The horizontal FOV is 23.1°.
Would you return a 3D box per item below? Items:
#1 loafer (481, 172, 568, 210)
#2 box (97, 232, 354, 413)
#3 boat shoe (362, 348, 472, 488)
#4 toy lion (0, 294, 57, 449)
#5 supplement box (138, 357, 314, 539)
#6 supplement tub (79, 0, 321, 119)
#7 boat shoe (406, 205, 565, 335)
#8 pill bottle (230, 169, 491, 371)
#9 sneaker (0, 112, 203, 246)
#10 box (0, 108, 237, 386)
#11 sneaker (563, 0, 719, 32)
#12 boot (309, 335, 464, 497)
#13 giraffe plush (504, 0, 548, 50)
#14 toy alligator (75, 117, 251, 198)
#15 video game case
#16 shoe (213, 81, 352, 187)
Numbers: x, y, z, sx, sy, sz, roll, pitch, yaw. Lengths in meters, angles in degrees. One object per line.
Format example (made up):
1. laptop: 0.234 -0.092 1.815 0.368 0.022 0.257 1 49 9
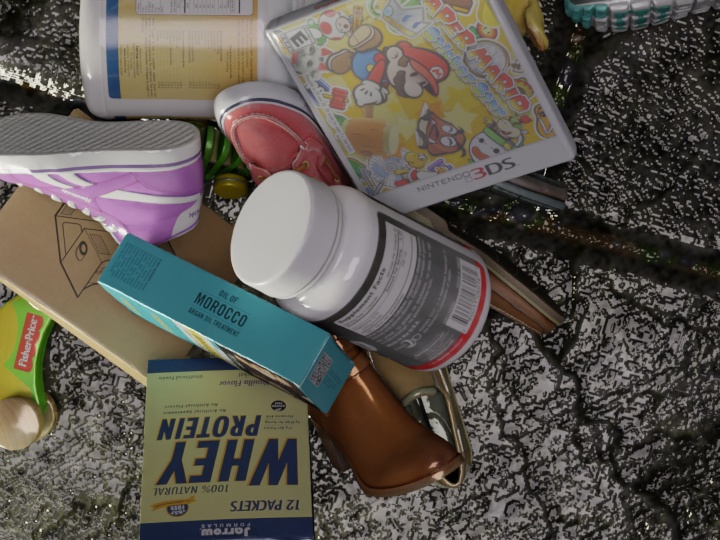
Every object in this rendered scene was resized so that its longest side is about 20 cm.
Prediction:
1. loafer: 0.091 -0.108 1.525 0.200 0.072 0.063 18 90 -3
2. box: -0.107 0.042 1.411 0.200 0.082 0.049 26 78 22
3. boat shoe: 0.048 0.098 1.542 0.072 0.076 0.200 -28 97 1
4. toy lion: -0.350 0.063 1.533 0.191 0.069 0.200 16 96 3
5. supplement box: -0.106 0.209 1.449 0.134 0.200 0.200 -2 133 -3
6. supplement tub: -0.128 -0.198 1.465 0.200 0.145 0.145 0 97 -3
7. boat shoe: 0.084 0.002 1.541 0.200 0.072 0.068 37 98 3
8. pill bottle: 0.000 0.000 1.410 0.200 0.114 0.114 25 96 -38
9. sneaker: -0.229 -0.064 1.447 0.200 0.073 0.114 5 126 5
10. box: -0.208 -0.016 1.498 0.200 0.021 0.164 37 64 -13
11. sneaker: 0.268 -0.265 1.521 0.200 0.078 0.091 -14 82 -4
12. boot: 0.001 0.103 1.482 0.074 0.200 0.155 -27 107 -29
13. giraffe plush: 0.094 -0.197 1.439 0.172 0.162 0.200 36 73 5
14. toy alligator: -0.151 -0.108 1.498 0.200 0.054 0.059 12 65 -19
15. video game case: 0.049 -0.143 1.393 0.182 0.023 0.200 -17 122 23
16. shoe: -0.054 -0.076 1.451 0.071 0.200 0.091 -20 62 15
